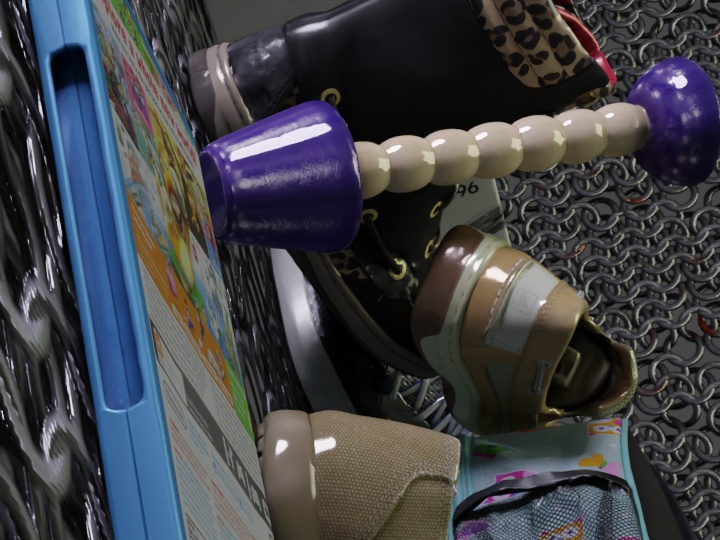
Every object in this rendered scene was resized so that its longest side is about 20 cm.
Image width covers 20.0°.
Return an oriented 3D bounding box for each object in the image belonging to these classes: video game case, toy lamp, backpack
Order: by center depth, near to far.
[{"bbox_3d":[-0.050,0.018,0.530,0.143,0.018,0.200,68,8,-63],"label":"video game case"},{"bbox_3d":[0.037,-0.042,0.764,0.058,0.200,0.058,172,-90,-67],"label":"toy lamp"},{"bbox_3d":[0.070,0.155,0.792,0.200,0.153,0.176,-71,150,-63],"label":"backpack"}]

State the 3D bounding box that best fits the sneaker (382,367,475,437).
[{"bbox_3d":[0.056,0.071,1.098,0.200,0.077,0.085,39,6,-40],"label":"sneaker"}]

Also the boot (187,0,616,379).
[{"bbox_3d":[0.037,-0.049,0.854,0.200,0.150,0.073,52,15,-35],"label":"boot"}]

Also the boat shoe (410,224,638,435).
[{"bbox_3d":[0.077,0.040,0.843,0.072,0.076,0.200,-68,162,-5],"label":"boat shoe"}]

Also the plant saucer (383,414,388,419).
[{"bbox_3d":[0.024,0.019,1.306,0.200,0.029,0.201,2,90,-75],"label":"plant saucer"}]

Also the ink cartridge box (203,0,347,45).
[{"bbox_3d":[0.004,-0.227,0.970,0.147,0.200,0.146,-102,176,-50],"label":"ink cartridge box"}]

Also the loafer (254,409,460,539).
[{"bbox_3d":[0.014,0.136,0.623,0.076,0.067,0.200,-94,173,-74],"label":"loafer"}]

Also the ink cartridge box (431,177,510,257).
[{"bbox_3d":[0.017,-0.038,1.125,0.068,0.116,0.200,-103,176,-57],"label":"ink cartridge box"}]

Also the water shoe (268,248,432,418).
[{"bbox_3d":[0.000,0.000,0.966,0.072,0.079,0.200,71,6,-56],"label":"water shoe"}]
